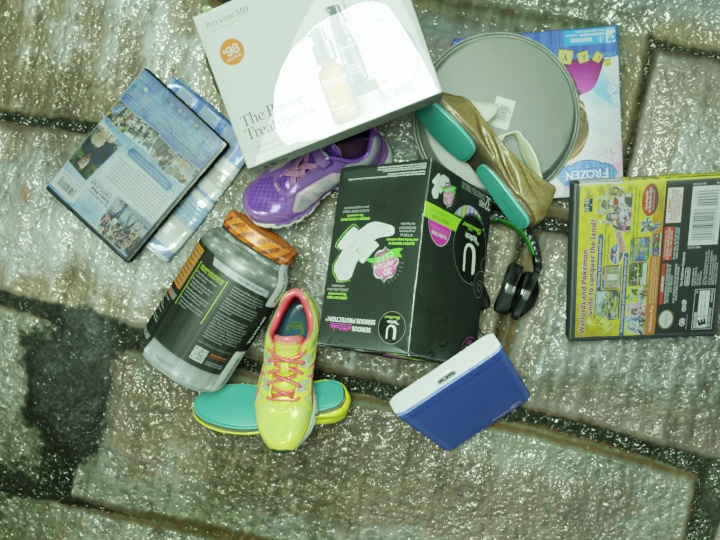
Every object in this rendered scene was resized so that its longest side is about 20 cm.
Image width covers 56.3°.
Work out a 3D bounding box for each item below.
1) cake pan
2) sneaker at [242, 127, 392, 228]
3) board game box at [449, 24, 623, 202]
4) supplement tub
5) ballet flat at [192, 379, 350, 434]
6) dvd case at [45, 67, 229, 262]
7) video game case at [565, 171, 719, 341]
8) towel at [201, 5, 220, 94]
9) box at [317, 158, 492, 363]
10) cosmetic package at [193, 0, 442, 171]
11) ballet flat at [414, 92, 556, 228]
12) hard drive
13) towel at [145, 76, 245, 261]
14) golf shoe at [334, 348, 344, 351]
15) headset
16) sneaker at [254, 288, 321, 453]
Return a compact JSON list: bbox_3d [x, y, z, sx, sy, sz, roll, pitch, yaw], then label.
[{"bbox_3d":[0.160,-0.181,0.789,0.198,0.037,0.203,0,94,5],"label":"cake pan"},{"bbox_3d":[-0.054,-0.124,0.802,0.199,0.089,0.081,-27,75,-7],"label":"sneaker"},{"bbox_3d":[0.214,-0.186,0.824,0.198,0.041,0.202,-4,94,5],"label":"board game box"},{"bbox_3d":[-0.170,0.035,0.822,0.122,0.123,0.201,34,95,1],"label":"supplement tub"},{"bbox_3d":[-0.110,0.180,0.857,0.198,0.067,0.067,-6,57,1],"label":"ballet flat"},{"bbox_3d":[-0.280,-0.131,0.848,0.143,0.018,0.200,42,94,-1],"label":"dvd case"},{"bbox_3d":[0.343,-0.014,0.814,0.179,0.026,0.202,-3,108,4],"label":"video game case"},{"bbox_3d":[-0.119,-0.206,0.769,0.036,0.200,0.149,-43,90,-11],"label":"towel"},{"bbox_3d":[0.054,-0.003,0.753,0.123,0.148,0.202,2,80,38],"label":"box"},{"bbox_3d":[-0.039,-0.201,0.641,0.198,0.052,0.152,-20,92,8],"label":"cosmetic package"},{"bbox_3d":[0.144,-0.139,0.747,0.072,0.068,0.200,-43,89,-14],"label":"ballet flat"},{"bbox_3d":[0.123,0.149,0.780,0.131,0.200,0.025,-34,58,5],"label":"hard drive"},{"bbox_3d":[-0.246,-0.129,0.867,0.147,0.024,0.200,40,95,0],"label":"towel"},{"bbox_3d":[0.000,0.000,0.825,0.072,0.092,0.202,10,91,4],"label":"golf shoe"},{"bbox_3d":[0.161,0.029,0.839,0.122,0.094,0.202,0,78,8],"label":"headset"},{"bbox_3d":[-0.089,0.112,0.801,0.077,0.091,0.202,2,65,3],"label":"sneaker"}]
